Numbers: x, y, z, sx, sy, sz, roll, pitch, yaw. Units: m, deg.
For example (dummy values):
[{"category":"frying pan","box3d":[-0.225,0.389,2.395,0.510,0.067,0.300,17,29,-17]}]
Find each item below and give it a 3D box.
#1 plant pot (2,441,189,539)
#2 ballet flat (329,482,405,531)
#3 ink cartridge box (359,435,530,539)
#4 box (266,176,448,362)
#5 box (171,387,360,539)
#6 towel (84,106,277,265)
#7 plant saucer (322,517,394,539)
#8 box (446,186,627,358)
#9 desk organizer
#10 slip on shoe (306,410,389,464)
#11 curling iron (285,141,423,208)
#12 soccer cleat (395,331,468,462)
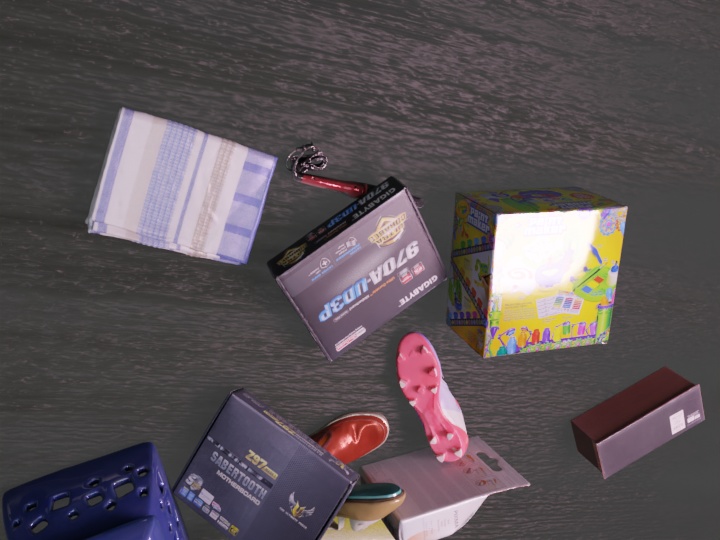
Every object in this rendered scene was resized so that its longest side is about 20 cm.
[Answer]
[{"category":"plant pot","box3d":[-0.311,0.361,0.947,0.197,0.180,0.203,-17,113,-14]},{"category":"ballet flat","box3d":[-0.017,0.317,1.048,0.068,0.198,0.064,-11,93,-49]},{"category":"ink cartridge box","box3d":[0.115,0.307,1.102,0.196,0.162,0.051,-8,106,-18]},{"category":"box","box3d":[0.000,0.000,1.003,0.198,0.046,0.160,-34,126,-6]},{"category":"box","box3d":[-0.123,0.274,1.003,0.199,0.051,0.159,34,95,10]},{"category":"towel","box3d":[-0.207,-0.093,0.917,0.197,0.024,0.149,14,100,-27]},{"category":"plant saucer","box3d":[-0.027,0.451,1.161,0.196,0.048,0.203,6,106,-22]},{"category":"box","box3d":[0.235,-0.003,1.062,0.196,0.122,0.196,-4,110,-19]},{"category":"desk organizer","box3d":[0.444,0.240,1.252,0.197,0.077,0.073,-26,116,-11]},{"category":"slip on shoe","box3d":[-0.048,0.254,1.078,0.197,0.061,0.075,-17,112,-16]},{"category":"curling iron","box3d":[-0.002,-0.111,0.987,0.197,0.026,0.050,18,104,-26]},{"category":"soccer cleat","box3d":[0.103,0.176,1.115,0.066,0.077,0.203,-19,100,19]}]
